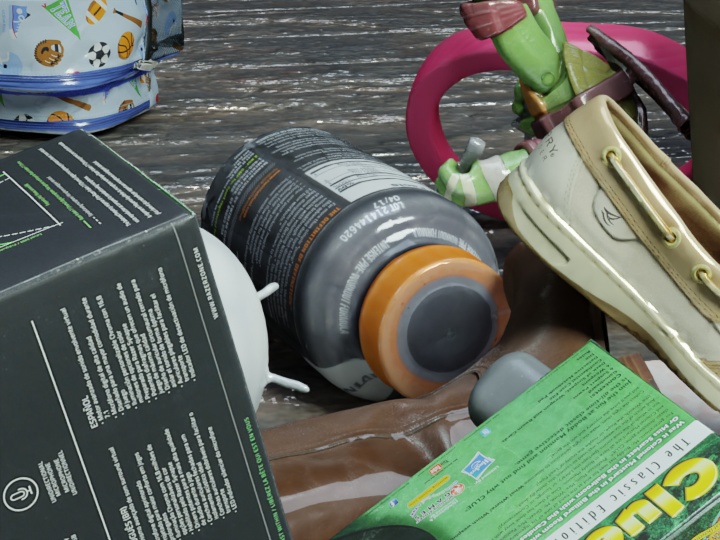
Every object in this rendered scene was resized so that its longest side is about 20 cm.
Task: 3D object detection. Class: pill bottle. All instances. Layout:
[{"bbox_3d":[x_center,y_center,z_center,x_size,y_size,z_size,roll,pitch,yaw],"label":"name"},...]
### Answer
[{"bbox_3d":[0.000,0.000,0.895,0.106,0.107,0.200,-8,20,-23],"label":"pill bottle"}]

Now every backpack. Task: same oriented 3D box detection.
[{"bbox_3d":[-0.243,-0.183,1.375,0.199,0.155,0.190,0,9,19],"label":"backpack"}]

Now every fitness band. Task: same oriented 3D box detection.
[{"bbox_3d":[0.126,-0.087,1.101,0.199,0.144,0.037,3,47,18],"label":"fitness band"}]

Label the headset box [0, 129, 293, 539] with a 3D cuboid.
[{"bbox_3d":[-0.124,0.085,0.473,0.200,0.175,0.093,-25,27,-18],"label":"headset box"}]

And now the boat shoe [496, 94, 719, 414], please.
[{"bbox_3d":[0.148,0.009,0.701,0.200,0.069,0.074,37,24,-2],"label":"boat shoe"}]

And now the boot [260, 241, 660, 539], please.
[{"bbox_3d":[0.010,0.057,0.733,0.199,0.064,0.186,-17,25,-2],"label":"boot"}]

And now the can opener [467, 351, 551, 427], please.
[{"bbox_3d":[0.131,0.085,0.611,0.200,0.067,0.053,37,-8,22],"label":"can opener"}]

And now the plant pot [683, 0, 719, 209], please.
[{"bbox_3d":[0.240,-0.087,0.889,0.199,0.174,0.200,5,31,-3],"label":"plant pot"}]

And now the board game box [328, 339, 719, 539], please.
[{"bbox_3d":[0.021,0.105,0.551,0.200,0.023,0.105,-36,27,-6],"label":"board game box"}]

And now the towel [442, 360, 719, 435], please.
[{"bbox_3d":[0.149,0.087,0.753,0.190,0.032,0.200,-4,19,-16],"label":"towel"}]

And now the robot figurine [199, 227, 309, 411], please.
[{"bbox_3d":[-0.126,0.037,0.770,0.199,0.113,0.170,-5,54,-14],"label":"robot figurine"}]

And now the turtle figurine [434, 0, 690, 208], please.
[{"bbox_3d":[0.072,-0.090,0.989,0.144,0.194,0.200,-25,7,-32],"label":"turtle figurine"}]
